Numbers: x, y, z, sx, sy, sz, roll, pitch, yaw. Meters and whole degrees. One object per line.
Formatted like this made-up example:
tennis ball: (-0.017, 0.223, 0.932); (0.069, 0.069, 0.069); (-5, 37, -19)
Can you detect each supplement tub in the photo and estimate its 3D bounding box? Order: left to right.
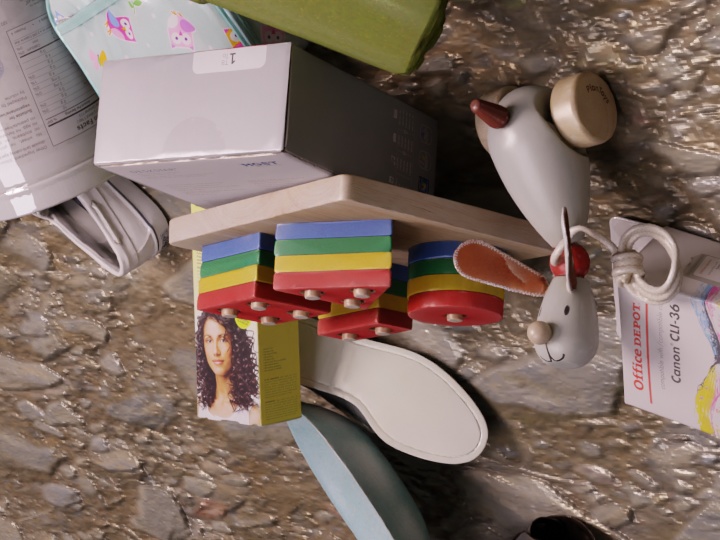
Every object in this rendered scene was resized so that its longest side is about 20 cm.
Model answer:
supplement tub: (-0.274, -0.153, 1.874); (0.132, 0.132, 0.200); (-4, 113, 45)

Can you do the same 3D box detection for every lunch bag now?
lunch bag: (-0.143, -0.186, 1.778); (0.161, 0.077, 0.200); (54, 142, -9)

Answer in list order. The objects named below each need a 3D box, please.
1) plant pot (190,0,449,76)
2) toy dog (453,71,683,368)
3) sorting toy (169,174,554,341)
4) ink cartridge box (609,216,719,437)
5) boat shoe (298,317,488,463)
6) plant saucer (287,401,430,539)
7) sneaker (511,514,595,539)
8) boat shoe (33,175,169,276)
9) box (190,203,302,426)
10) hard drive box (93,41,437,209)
plant pot: (-0.019, -0.224, 1.564); (0.190, 0.200, 0.200); (29, 140, 2)
toy dog: (0.115, -0.043, 1.590); (0.132, 0.096, 0.200); (-39, 61, 38)
sorting toy: (0.000, 0.000, 1.708); (0.199, 0.200, 0.070); (-12, 71, 48)
ink cartridge box: (0.240, 0.047, 1.622); (0.200, 0.067, 0.117); (19, 133, 32)
boat shoe: (0.016, 0.091, 1.898); (0.200, 0.073, 0.062); (26, -179, 16)
plant saucer: (0.008, 0.177, 1.922); (0.201, 0.039, 0.201); (55, 169, 15)
sneaker: (0.118, 0.235, 1.913); (0.200, 0.075, 0.106); (9, 116, 39)
boat shoe: (-0.248, -0.074, 1.985); (0.200, 0.065, 0.074); (37, 141, 13)
box: (-0.088, 0.015, 1.857); (0.075, 0.050, 0.200); (3, 97, 42)
hard drive box: (-0.061, -0.088, 1.671); (0.156, 0.200, 0.077); (-2, 78, 30)
